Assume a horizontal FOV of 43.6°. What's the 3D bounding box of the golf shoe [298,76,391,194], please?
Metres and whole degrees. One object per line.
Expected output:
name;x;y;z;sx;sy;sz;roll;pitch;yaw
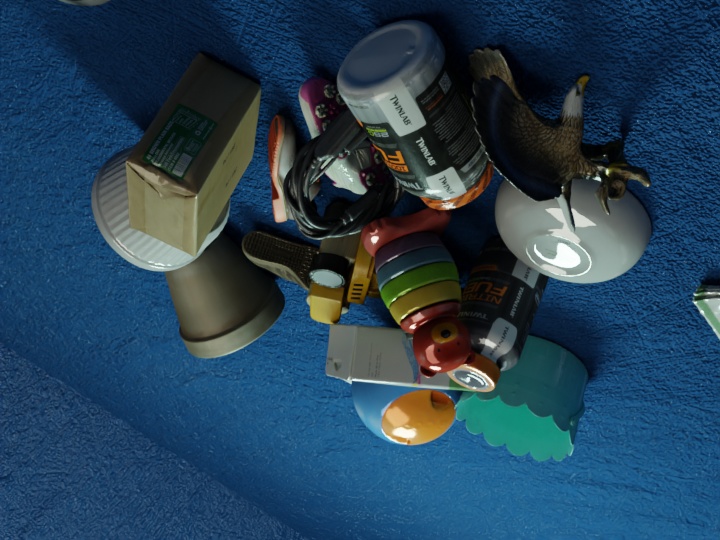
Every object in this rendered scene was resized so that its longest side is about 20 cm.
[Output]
golf shoe;-0.038;-0.166;1.166;0.091;0.076;0.200;8;147;38

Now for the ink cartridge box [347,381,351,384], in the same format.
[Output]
ink cartridge box;0.059;0.218;1.778;0.200;0.050;0.162;34;152;-7

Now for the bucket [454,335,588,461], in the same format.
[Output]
bucket;0.270;0.207;1.479;0.206;0.135;0.207;21;153;12

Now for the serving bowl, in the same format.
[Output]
serving bowl;0.257;-0.044;1.129;0.199;0.066;0.200;20;151;12

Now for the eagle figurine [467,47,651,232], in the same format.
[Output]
eagle figurine;0.193;-0.143;0.955;0.199;0.152;0.152;17;164;-6

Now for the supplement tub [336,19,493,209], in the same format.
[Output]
supplement tub;0.069;-0.168;1.012;0.122;0.123;0.200;2;144;38

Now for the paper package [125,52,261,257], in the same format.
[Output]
paper package;-0.222;-0.152;1.211;0.103;0.201;0.191;25;152;1

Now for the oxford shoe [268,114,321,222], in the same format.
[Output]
oxford shoe;-0.093;-0.146;1.275;0.072;0.071;0.200;-4;148;-4

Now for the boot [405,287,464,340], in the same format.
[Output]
boot;0.122;0.009;1.315;0.073;0.203;0.155;-20;86;44

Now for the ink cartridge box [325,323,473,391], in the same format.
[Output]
ink cartridge box;0.060;0.132;1.373;0.199;0.088;0.145;5;175;-17

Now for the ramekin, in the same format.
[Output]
ramekin;-0.291;-0.109;1.358;0.200;0.201;0.105;39;141;-23

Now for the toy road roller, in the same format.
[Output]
toy road roller;0.000;0.000;1.375;0.145;0.123;0.200;13;152;0

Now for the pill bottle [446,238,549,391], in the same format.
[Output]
pill bottle;0.183;0.064;1.233;0.106;0.201;0.106;20;152;11

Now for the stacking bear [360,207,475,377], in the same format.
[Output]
stacking bear;0.084;0.035;1.164;0.121;0.201;0.114;-14;161;-13

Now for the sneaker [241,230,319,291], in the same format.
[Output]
sneaker;-0.104;-0.011;1.521;0.199;0.071;0.076;28;172;4

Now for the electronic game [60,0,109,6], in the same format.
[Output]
electronic game;-0.365;-0.401;1.068;0.199;0.042;0.200;15;145;10

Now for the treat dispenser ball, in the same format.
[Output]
treat dispenser ball;0.084;0.199;1.557;0.200;0.201;0.201;20;152;11

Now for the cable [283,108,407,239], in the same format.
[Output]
cable;-0.005;-0.120;1.124;0.163;0.200;0.051;26;-161;-46

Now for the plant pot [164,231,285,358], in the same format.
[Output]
plant pot;-0.259;0.026;1.597;0.199;0.200;0.174;-1;126;42

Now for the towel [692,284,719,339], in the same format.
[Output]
towel;0.534;0.058;1.117;0.199;0.031;0.149;-6;141;43
